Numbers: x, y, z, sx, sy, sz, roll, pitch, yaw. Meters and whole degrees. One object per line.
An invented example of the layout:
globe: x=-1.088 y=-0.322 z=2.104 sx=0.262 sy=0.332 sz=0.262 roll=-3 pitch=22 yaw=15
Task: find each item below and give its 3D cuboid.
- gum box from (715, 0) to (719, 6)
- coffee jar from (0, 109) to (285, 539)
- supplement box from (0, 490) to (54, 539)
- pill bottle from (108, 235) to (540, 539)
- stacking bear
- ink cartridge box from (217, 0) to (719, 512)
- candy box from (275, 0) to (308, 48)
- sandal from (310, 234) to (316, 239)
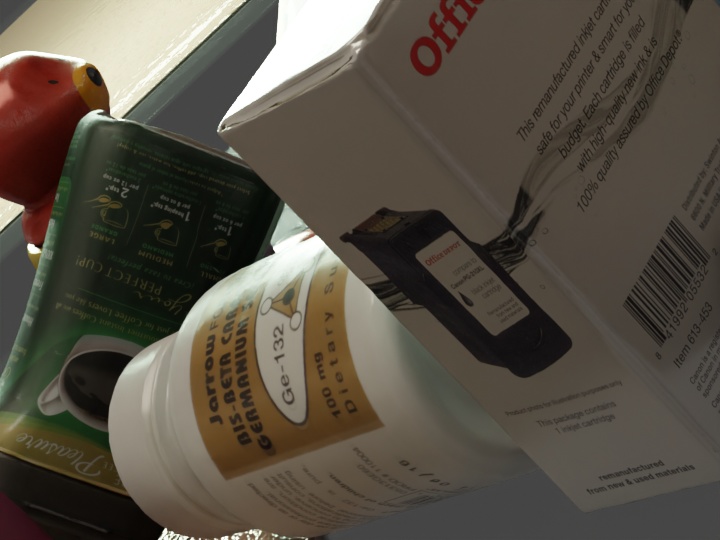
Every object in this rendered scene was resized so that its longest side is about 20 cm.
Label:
gum box: x=0.137 y=-0.182 z=0.979 sx=0.044 sy=0.200 sz=0.170 roll=-22 pitch=28 yaw=46
coffee jar: x=-0.114 y=0.035 z=1.121 sx=0.085 sy=0.104 sz=0.201 roll=-173 pitch=103 yaw=-77
supplement box: x=-0.192 y=0.201 z=1.020 sx=0.200 sy=0.110 sz=0.086 roll=-42 pitch=18 yaw=6
pill bottle: x=-0.011 y=0.045 z=0.964 sx=0.200 sy=0.114 sz=0.114 roll=-23 pitch=28 yaw=48
stacking bear: x=-0.120 y=-0.029 z=1.216 sx=0.114 sy=0.200 sz=0.122 roll=-34 pitch=21 yaw=27
ink cartridge box: x=0.069 y=-0.039 z=0.839 sx=0.084 sy=0.200 sz=0.145 roll=-21 pitch=29 yaw=49
candy box: x=0.019 y=-0.109 z=1.044 sx=0.200 sy=0.056 sz=0.117 roll=178 pitch=96 yaw=-67
sandal: x=-0.001 y=0.000 z=1.052 sx=0.200 sy=0.076 sz=0.043 roll=-40 pitch=48 yaw=40
